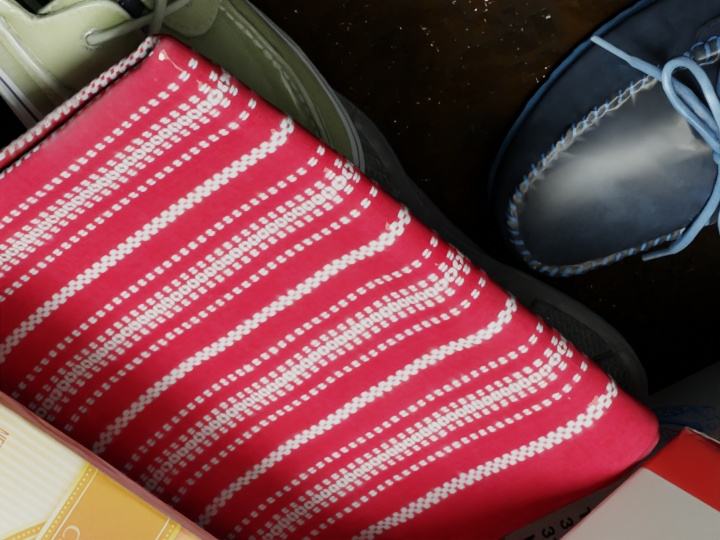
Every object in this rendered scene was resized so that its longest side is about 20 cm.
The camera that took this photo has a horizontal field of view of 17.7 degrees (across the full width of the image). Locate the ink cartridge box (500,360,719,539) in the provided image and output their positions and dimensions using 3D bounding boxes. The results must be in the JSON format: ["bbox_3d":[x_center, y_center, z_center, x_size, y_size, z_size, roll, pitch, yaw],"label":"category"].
[{"bbox_3d":[0.125,0.116,0.786,0.199,0.084,0.145,-27,96,4],"label":"ink cartridge box"}]

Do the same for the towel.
[{"bbox_3d":[-0.028,0.027,0.659,0.144,0.023,0.200,-32,124,33],"label":"towel"}]

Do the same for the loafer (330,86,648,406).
[{"bbox_3d":[0.000,0.000,0.733,0.200,0.063,0.072,37,80,-15],"label":"loafer"}]

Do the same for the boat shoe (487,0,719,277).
[{"bbox_3d":[0.127,-0.062,0.720,0.200,0.069,0.084,-38,120,11],"label":"boat shoe"}]

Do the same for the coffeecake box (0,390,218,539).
[{"bbox_3d":[-0.083,0.140,0.655,0.200,0.073,0.154,38,83,-28],"label":"coffeecake box"}]

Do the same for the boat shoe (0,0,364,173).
[{"bbox_3d":[-0.078,-0.073,0.644,0.200,0.062,0.072,37,79,-14],"label":"boat shoe"}]

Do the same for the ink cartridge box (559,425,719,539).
[{"bbox_3d":[0.084,0.131,0.664,0.200,0.067,0.116,-37,137,-26],"label":"ink cartridge box"}]
